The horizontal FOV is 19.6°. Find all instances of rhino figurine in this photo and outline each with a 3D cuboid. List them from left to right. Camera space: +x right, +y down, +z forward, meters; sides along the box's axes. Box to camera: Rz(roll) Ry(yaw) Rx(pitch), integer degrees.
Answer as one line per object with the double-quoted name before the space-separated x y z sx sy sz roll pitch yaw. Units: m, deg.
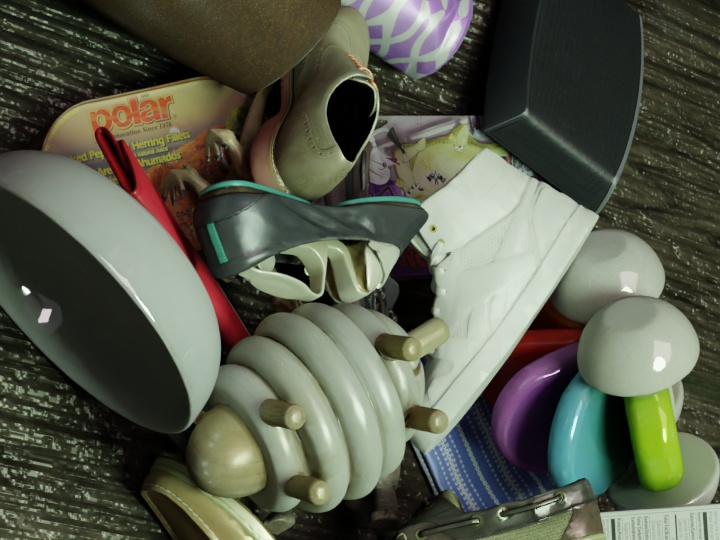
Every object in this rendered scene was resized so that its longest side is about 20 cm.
"rhino figurine" -0.051 0.124 1.370 0.199 0.060 0.088 21 44 -31

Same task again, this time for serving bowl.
"serving bowl" -0.153 0.002 1.234 0.066 0.200 0.200 -46 106 -24

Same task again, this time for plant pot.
"plant pot" -0.110 -0.217 1.351 0.200 0.186 0.188 47 54 -21

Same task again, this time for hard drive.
"hard drive" 0.163 -0.154 1.609 0.134 0.042 0.201 35 47 -25

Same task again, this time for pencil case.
"pencil case" -0.008 -0.216 1.488 0.199 0.084 0.086 30 65 -26

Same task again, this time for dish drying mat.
"dish drying mat" -0.108 -0.004 1.310 0.018 0.077 0.201 -31 132 -2

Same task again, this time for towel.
"towel" 0.115 0.098 1.532 0.199 0.024 0.146 -28 94 -39

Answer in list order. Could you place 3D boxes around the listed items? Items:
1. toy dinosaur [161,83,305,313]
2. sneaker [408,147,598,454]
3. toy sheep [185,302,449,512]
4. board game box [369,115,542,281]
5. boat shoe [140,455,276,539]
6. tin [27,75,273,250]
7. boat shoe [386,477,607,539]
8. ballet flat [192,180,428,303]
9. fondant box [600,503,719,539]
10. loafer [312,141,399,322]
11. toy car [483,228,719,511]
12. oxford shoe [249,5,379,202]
"toy dinosaur" -0.078 -0.054 1.374 0.101 0.058 0.202 22 54 -50
"sneaker" 0.061 0.015 1.415 0.115 0.074 0.201 34 83 5
"toy sheep" -0.022 0.082 1.283 0.199 0.138 0.139 -24 92 -27
"board game box" 0.056 -0.054 1.529 0.199 0.032 0.121 -4 83 -38
"boat shoe" -0.076 0.207 1.321 0.066 0.074 0.200 -44 99 -24
"tin" -0.135 -0.064 1.378 0.199 0.042 0.113 -16 91 -40
"boat shoe" 0.060 0.175 1.345 0.198 0.073 0.065 -8 78 4
"ballet flat" -0.026 -0.013 1.310 0.199 0.073 0.074 4 74 -49
"fondant box" 0.185 0.202 1.415 0.144 0.198 0.059 40 48 -65
"loafer" 0.000 0.000 1.415 0.062 0.072 0.202 -11 74 -11
"toy car" 0.160 0.084 1.459 0.201 0.149 0.176 -106 -179 -55
"oxford shoe" -0.013 -0.115 1.386 0.071 0.073 0.201 49 35 -30
